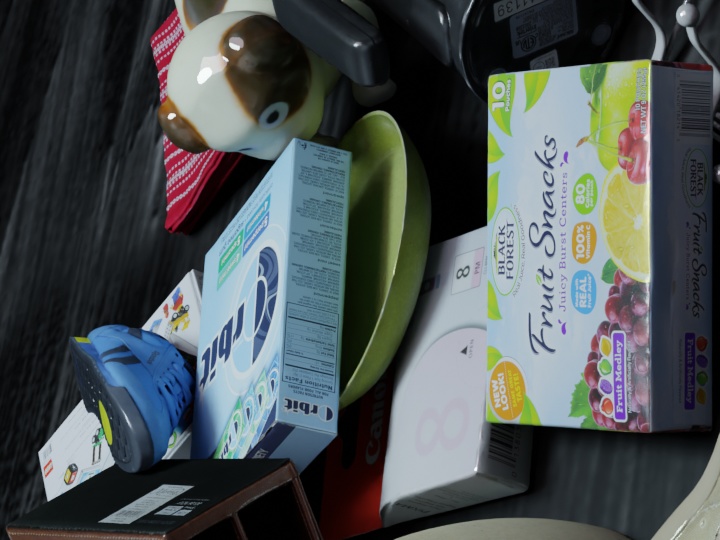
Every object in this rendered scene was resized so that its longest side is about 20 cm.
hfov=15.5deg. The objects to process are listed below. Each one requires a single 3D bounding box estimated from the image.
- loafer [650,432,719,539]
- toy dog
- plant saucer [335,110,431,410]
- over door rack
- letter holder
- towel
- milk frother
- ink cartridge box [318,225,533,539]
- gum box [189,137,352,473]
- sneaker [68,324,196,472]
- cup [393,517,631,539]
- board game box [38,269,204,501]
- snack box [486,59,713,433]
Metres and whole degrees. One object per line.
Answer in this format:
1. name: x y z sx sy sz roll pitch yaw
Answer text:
1. loafer: 0.210 0.119 1.334 0.200 0.075 0.068 -61 35 25
2. toy dog: -0.062 -0.154 1.732 0.139 0.194 0.200 -33 27 28
3. plant saucer: 0.000 0.000 1.673 0.200 0.031 0.201 -165 90 -70
4. over door rack: 0.215 -0.156 1.481 0.200 0.066 0.148 -60 36 11
5. letter holder: -0.108 0.200 1.635 0.200 0.100 0.143 -5 109 55
6. towel: -0.112 -0.141 1.934 0.145 0.022 0.201 -51 36 42
7. milk frother: 0.045 -0.222 1.606 0.188 0.180 0.201 44 134 47
8. ink cartridge box: 0.029 0.073 1.624 0.200 0.057 0.163 -17 58 44
9. gum box: -0.059 0.044 1.692 0.170 0.044 0.201 131 148 -54
10. sneaker: -0.139 0.076 1.736 0.200 0.078 0.066 -136 36 -71
11. cup: 0.054 0.217 1.423 0.200 0.143 0.201 -30 50 42
12. board game box: -0.152 0.112 1.858 0.200 0.035 0.126 -48 38 26
13. snack box: 0.132 -0.012 1.479 0.142 0.053 0.201 -1 88 55
